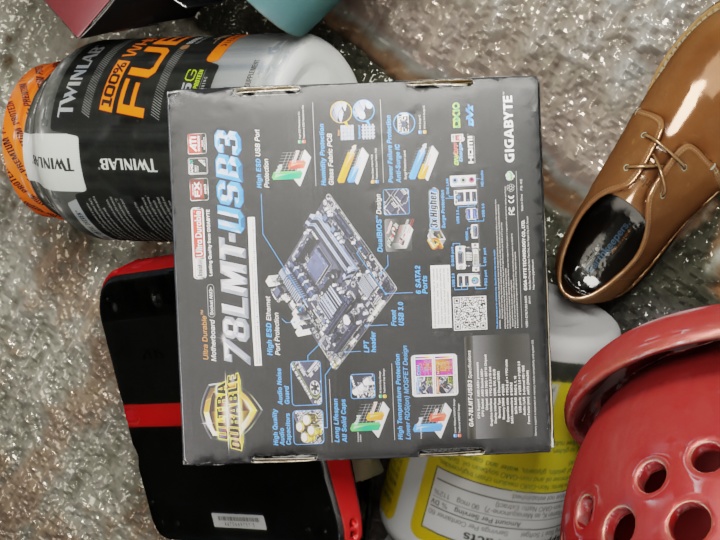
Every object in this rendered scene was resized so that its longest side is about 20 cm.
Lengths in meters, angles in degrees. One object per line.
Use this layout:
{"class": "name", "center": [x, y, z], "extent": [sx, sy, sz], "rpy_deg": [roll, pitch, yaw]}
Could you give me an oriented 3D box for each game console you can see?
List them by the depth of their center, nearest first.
{"class": "game console", "center": [-0.080, 0.076, 1.076], "extent": [0.199, 0.031, 0.178], "rpy_deg": [-7, 100, 51]}

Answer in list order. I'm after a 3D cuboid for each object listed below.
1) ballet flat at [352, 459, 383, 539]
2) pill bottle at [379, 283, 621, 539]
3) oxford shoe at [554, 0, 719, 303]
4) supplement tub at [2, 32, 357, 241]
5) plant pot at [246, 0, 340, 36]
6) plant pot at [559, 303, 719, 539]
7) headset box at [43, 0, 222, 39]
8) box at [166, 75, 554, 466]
{"class": "ballet flat", "center": [-0.014, 0.119, 1.091], "extent": [0.068, 0.069, 0.201], "rpy_deg": [-7, 128, -3]}
{"class": "pill bottle", "center": [0.075, 0.111, 1.068], "extent": [0.114, 0.114, 0.201], "rpy_deg": [19, 108, 16]}
{"class": "oxford shoe", "center": [0.173, -0.061, 1.017], "extent": [0.071, 0.071, 0.201], "rpy_deg": [33, 109, 13]}
{"class": "supplement tub", "center": [-0.107, -0.078, 1.081], "extent": [0.199, 0.122, 0.123], "rpy_deg": [2, 103, 29]}
{"class": "plant pot", "center": [-0.029, -0.257, 0.986], "extent": [0.161, 0.201, 0.201], "rpy_deg": [-36, 88, 14]}
{"class": "plant pot", "center": [0.196, 0.129, 0.945], "extent": [0.199, 0.200, 0.183], "rpy_deg": [-18, 57, 23]}
{"class": "headset box", "center": [-0.161, -0.223, 1.062], "extent": [0.200, 0.149, 0.077], "rpy_deg": [47, 114, 6]}
{"class": "box", "center": [0.000, 0.000, 0.964], "extent": [0.197, 0.050, 0.201], "rpy_deg": [-3, 92, 2]}
